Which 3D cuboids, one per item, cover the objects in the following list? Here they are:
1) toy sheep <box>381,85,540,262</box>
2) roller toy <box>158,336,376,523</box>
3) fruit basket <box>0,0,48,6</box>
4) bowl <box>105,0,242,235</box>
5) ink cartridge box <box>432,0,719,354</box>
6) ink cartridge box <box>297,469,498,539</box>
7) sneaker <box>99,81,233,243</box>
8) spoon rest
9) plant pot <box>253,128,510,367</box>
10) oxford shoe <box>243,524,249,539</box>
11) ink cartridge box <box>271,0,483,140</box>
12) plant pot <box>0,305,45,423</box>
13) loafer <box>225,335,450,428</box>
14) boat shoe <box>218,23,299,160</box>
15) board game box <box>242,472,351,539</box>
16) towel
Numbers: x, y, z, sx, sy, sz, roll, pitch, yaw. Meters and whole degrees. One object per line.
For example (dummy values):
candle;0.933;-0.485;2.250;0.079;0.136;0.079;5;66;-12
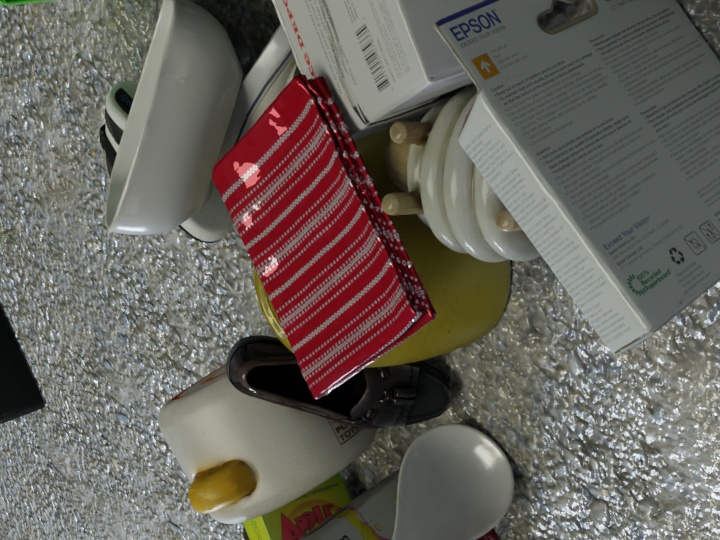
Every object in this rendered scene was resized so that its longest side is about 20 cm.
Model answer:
toy sheep;0.100;-0.066;0.821;0.200;0.138;0.138;16;125;36
roller toy;-0.083;0.148;1.135;0.140;0.182;0.200;61;177;-3
fruit basket;-0.315;-0.315;1.085;0.215;0.215;0.156;9;120;47
bowl;-0.159;-0.132;1.046;0.200;0.074;0.200;-120;47;-70
ink cartridge box;0.151;-0.079;0.695;0.200;0.196;0.043;55;142;7
ink cartridge box;0.011;0.290;1.108;0.145;0.200;0.145;55;144;6
sneaker;-0.193;-0.086;1.213;0.200;0.073;0.112;55;147;22
spoon rest;0.056;0.216;1.013;0.099;0.200;0.061;33;157;7
plant pot;0.000;0.000;0.973;0.200;0.142;0.200;28;133;35
oxford shoe;-0.079;0.291;1.280;0.073;0.071;0.200;-53;43;30
ink cartridge box;0.018;-0.181;0.826;0.145;0.084;0.200;70;160;-1
plant pot;-0.617;0.151;1.778;0.199;0.177;0.200;-7;107;51
loafer;-0.015;0.101;1.027;0.063;0.200;0.072;-141;62;-77
boat shoe;-0.071;-0.139;1.039;0.070;0.071;0.200;29;137;-5
board game box;-0.034;0.312;1.194;0.048;0.101;0.200;-45;63;54
towel;-0.035;-0.023;0.872;0.145;0.022;0.200;-39;71;43
